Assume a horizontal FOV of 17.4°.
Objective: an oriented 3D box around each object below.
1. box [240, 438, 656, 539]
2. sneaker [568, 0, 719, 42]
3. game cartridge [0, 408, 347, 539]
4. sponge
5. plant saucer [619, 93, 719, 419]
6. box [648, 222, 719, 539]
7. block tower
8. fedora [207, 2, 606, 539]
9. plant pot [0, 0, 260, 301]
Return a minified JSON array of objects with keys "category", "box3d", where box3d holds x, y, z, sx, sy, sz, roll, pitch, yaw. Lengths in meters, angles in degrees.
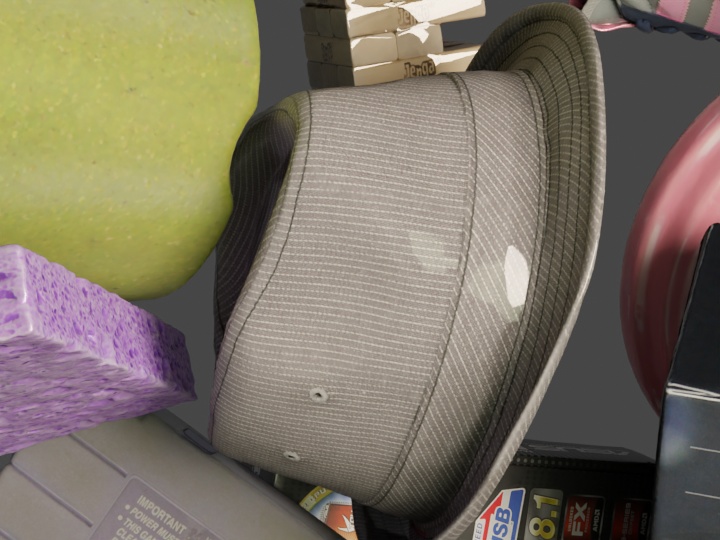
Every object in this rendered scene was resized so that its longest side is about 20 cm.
[{"category":"box","box3d":[0.025,0.161,0.883,0.160,0.044,0.201,7,95,-20]},{"category":"sneaker","box3d":[0.124,-0.113,0.882,0.200,0.070,0.082,35,112,-24]},{"category":"game cartridge","box3d":[-0.052,0.138,0.808,0.200,0.038,0.130,35,83,13]},{"category":"sponge","box3d":[-0.125,0.033,0.721,0.111,0.200,0.030,-16,79,6]},{"category":"plant saucer","box3d":[0.199,0.005,0.888,0.200,0.051,0.201,-7,118,-12]},{"category":"box","box3d":[0.177,0.102,0.822,0.148,0.107,0.200,8,125,12]},{"category":"block tower","box3d":[0.006,-0.147,0.832,0.058,0.054,0.201,-11,101,-18]},{"category":"fedora","box3d":[0.000,0.000,0.754,0.090,0.200,0.177,11,57,-13]},{"category":"plant pot","box3d":[-0.139,-0.062,0.734,0.184,0.200,0.201,7,95,-31]}]
